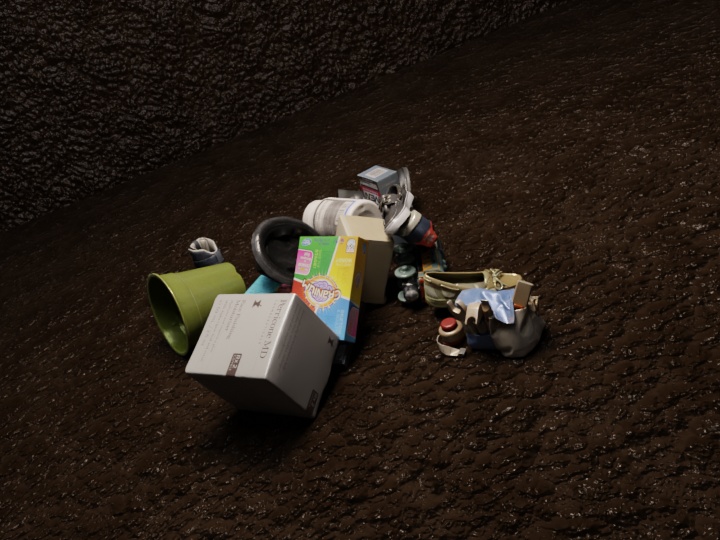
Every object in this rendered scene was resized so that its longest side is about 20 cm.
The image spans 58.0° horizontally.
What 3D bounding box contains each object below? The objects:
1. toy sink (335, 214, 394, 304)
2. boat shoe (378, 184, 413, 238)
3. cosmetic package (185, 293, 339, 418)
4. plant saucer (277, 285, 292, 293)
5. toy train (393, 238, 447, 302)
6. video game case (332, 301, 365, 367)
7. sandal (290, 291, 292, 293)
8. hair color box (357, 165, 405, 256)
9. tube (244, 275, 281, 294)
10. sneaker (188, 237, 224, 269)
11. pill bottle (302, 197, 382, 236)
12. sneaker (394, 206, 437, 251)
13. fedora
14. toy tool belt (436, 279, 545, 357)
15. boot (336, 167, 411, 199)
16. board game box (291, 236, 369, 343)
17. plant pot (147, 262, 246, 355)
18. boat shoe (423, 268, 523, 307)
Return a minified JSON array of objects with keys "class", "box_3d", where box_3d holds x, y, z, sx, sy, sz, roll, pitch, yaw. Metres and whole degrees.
[{"class":"toy sink","box_3d":[0.000,0.000,1.419,0.110,0.204,0.131,5,24,-13]},{"class":"boat shoe","box_3d":[0.068,-0.135,1.374,0.070,0.066,0.201,-48,9,29]},{"class":"cosmetic package","box_3d":[-0.174,0.154,1.186,0.197,0.165,0.167,-3,56,33]},{"class":"plant saucer","box_3d":[-0.124,0.007,1.595,0.197,0.052,0.202,-18,26,9]},{"class":"toy train","box_3d":[0.130,-0.003,1.394,0.111,0.087,0.201,-8,29,5]},{"class":"video game case","box_3d":[-0.093,0.129,1.331,0.197,0.019,0.145,-4,53,33]},{"class":"sandal","box_3d":[-0.116,0.061,1.438,0.209,0.079,0.070,-22,14,38]},{"class":"hair color box","box_3d":[0.066,-0.139,1.549,0.060,0.203,0.099,-28,27,-18]},{"class":"tube","box_3d":[-0.200,0.009,1.545,0.076,0.051,0.201,4,40,33]},{"class":"sneaker","box_3d":[-0.444,-0.013,1.768,0.199,0.148,0.077,-7,31,30]},{"class":"pill bottle","box_3d":[-0.047,-0.115,1.553,0.113,0.115,0.198,-37,28,-28]},{"class":"sneaker","box_3d":[0.120,-0.084,1.405,0.075,0.084,0.200,-51,8,7]},{"class":"fedora","box_3d":[-0.169,-0.026,1.490,0.092,0.200,0.201,-45,5,45]},{"class":"toy tool belt","box_3d":[0.217,0.071,1.138,0.197,0.125,0.125,-4,31,33]},{"class":"boot","box_3d":[0.034,-0.197,1.707,0.195,0.066,0.168,-3,60,-2]},{"class":"board game box","box_3d":[-0.067,0.035,1.295,0.150,0.040,0.205,1,78,35]},{"class":"plant pot","box_3d":[-0.376,0.069,1.547,0.188,0.204,0.198,-25,24,-33]},{"class":"boat shoe","box_3d":[0.221,0.026,1.261,0.196,0.064,0.074,-3,32,11]}]
